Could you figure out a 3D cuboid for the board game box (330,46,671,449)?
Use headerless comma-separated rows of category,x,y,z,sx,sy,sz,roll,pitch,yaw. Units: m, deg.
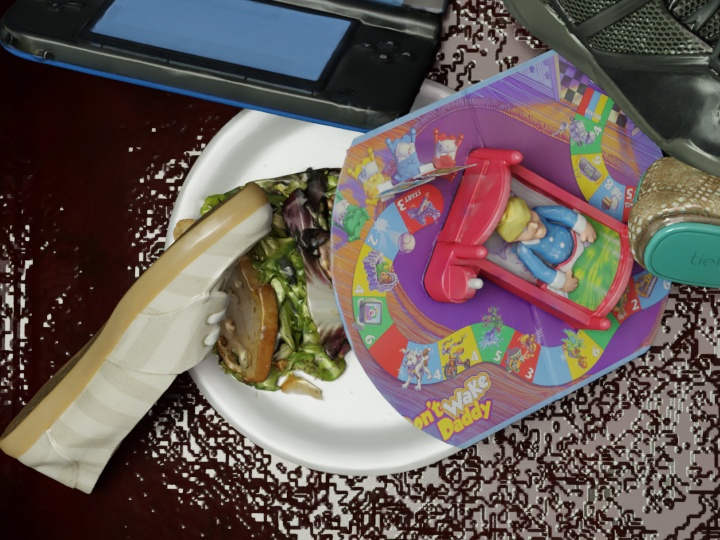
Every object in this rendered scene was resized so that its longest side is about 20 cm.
board game box,0.081,-0.011,1.291,0.199,0.039,0.159,-25,105,-28

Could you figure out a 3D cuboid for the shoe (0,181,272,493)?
shoe,-0.098,0.034,1.330,0.053,0.070,0.200,42,119,-3

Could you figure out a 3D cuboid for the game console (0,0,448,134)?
game console,-0.055,-0.164,1.332,0.199,0.171,0.119,12,115,6

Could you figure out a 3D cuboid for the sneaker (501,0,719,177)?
sneaker,0.149,-0.121,1.260,0.076,0.115,0.199,-37,66,-26

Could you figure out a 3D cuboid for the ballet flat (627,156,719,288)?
ballet flat,0.221,-0.017,1.314,0.199,0.071,0.066,14,45,-17

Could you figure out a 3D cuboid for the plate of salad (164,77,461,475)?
plate of salad,0.000,0.000,1.350,0.199,0.048,0.202,0,87,6
